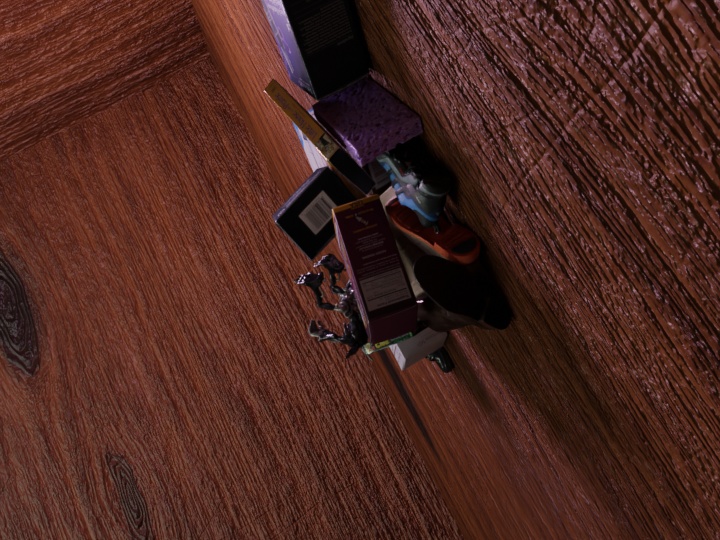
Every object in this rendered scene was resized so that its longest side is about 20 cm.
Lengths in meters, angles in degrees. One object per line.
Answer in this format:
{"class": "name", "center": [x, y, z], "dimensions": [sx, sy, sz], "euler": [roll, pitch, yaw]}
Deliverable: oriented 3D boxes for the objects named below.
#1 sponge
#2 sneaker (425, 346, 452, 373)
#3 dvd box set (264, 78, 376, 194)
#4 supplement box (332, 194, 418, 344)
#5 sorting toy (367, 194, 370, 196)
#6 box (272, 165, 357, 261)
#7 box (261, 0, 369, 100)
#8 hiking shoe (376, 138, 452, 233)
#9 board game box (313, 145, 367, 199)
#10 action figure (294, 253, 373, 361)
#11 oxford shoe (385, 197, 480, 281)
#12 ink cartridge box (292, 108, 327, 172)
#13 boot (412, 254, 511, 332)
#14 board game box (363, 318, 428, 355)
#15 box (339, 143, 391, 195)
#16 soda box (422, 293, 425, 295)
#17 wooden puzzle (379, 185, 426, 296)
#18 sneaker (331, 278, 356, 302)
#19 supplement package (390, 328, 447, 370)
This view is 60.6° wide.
{"class": "sponge", "center": [0.005, -0.240, 0.967], "dimensions": [0.201, 0.109, 0.030], "euler": [53, 171, 49]}
{"class": "sneaker", "center": [0.128, 0.175, 1.468], "dimensions": [0.203, 0.102, 0.060], "euler": [59, 171, 24]}
{"class": "dvd box set", "center": [-0.066, -0.222, 1.031], "dimensions": [0.201, 0.029, 0.146], "euler": [50, -171, 28]}
{"class": "supplement box", "center": [0.023, -0.001, 0.998], "dimensions": [0.111, 0.083, 0.205], "euler": [82, 170, -66]}
{"class": "sorting toy", "center": [0.060, -0.117, 1.268], "dimensions": [0.186, 0.036, 0.205], "euler": [88, 159, -69]}
{"class": "box", "center": [-0.092, -0.118, 1.238], "dimensions": [0.104, 0.148, 0.200], "euler": [44, 180, -12]}
{"class": "box", "center": [-0.081, -0.401, 0.984], "dimensions": [0.148, 0.102, 0.204], "euler": [49, 163, 54]}
{"class": "hiking shoe", "center": [0.065, -0.145, 0.950], "dimensions": [0.201, 0.072, 0.089], "euler": [-124, 31, -44]}
{"class": "board game box", "center": [-0.022, -0.174, 1.226], "dimensions": [0.200, 0.030, 0.096], "euler": [47, -175, -39]}
{"class": "action figure", "center": [-0.035, 0.073, 1.113], "dimensions": [0.100, 0.119, 0.203], "euler": [2, 129, 48]}
{"class": "oxford shoe", "center": [0.108, -0.050, 0.967], "dimensions": [0.200, 0.070, 0.074], "euler": [44, 159, 41]}
{"class": "ink cartridge box", "center": [-0.074, -0.284, 1.390], "dimensions": [0.150, 0.084, 0.200], "euler": [66, 172, -21]}
{"class": "boot", "center": [0.118, 0.045, 0.979], "dimensions": [0.184, 0.065, 0.199], "euler": [35, 165, -16]}
{"class": "board game box", "center": [0.094, 0.103, 1.130], "dimensions": [0.198, 0.103, 0.024], "euler": [-19, -99, -59]}
{"class": "box", "center": [0.001, -0.232, 1.145], "dimensions": [0.201, 0.073, 0.102], "euler": [51, 167, 48]}
{"class": "soda box", "center": [0.120, 0.020, 1.201], "dimensions": [0.069, 0.062, 0.202], "euler": [57, 169, 26]}
{"class": "wooden puzzle", "center": [0.072, -0.044, 1.086], "dimensions": [0.198, 0.045, 0.191], "euler": [-32, 74, 49]}
{"class": "sneaker", "center": [0.000, 0.000, 1.201], "dimensions": [0.078, 0.136, 0.204], "euler": [88, 157, -72]}
{"class": "supplement package", "center": [0.097, 0.100, 1.398], "dimensions": [0.204, 0.114, 0.118], "euler": [60, 171, 18]}
